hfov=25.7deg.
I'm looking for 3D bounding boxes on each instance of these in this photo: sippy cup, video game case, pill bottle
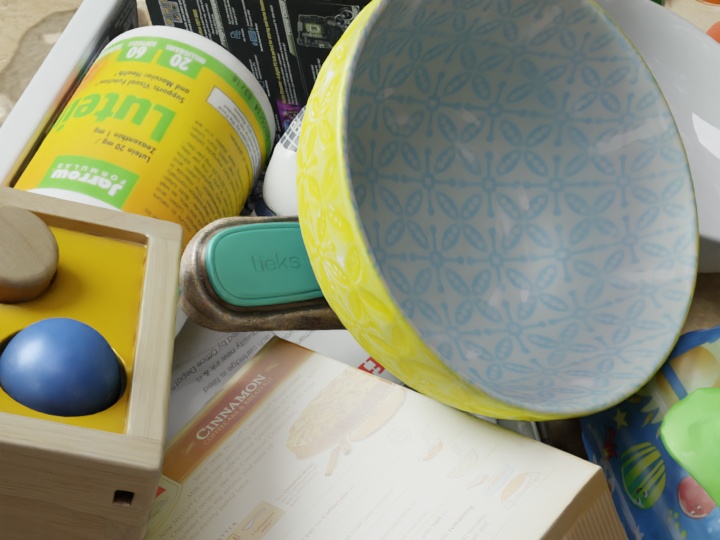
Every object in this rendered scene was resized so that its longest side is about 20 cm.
[{"bbox_3d":[0.169,0.100,0.708,0.138,0.179,0.131,-16,60,-26],"label":"sippy cup"},{"bbox_3d":[-0.174,-0.046,0.929,0.023,0.183,0.201,15,51,8],"label":"video game case"},{"bbox_3d":[-0.127,-0.024,0.829,0.110,0.112,0.201,8,49,18],"label":"pill bottle"}]

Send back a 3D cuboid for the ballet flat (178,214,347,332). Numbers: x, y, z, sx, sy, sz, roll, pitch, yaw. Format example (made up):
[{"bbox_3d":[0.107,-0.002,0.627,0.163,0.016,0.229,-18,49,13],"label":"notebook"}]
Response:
[{"bbox_3d":[0.000,0.000,0.771,0.198,0.067,0.069,2,71,-26],"label":"ballet flat"}]

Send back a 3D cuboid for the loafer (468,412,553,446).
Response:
[{"bbox_3d":[0.082,0.029,0.827,0.069,0.070,0.203,-1,72,13],"label":"loafer"}]

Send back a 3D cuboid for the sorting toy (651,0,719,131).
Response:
[{"bbox_3d":[0.217,-0.164,1.059,0.197,0.037,0.187,-5,46,6],"label":"sorting toy"}]

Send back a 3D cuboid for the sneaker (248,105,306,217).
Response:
[{"bbox_3d":[0.036,-0.033,0.891,0.198,0.081,0.076,11,18,-34],"label":"sneaker"}]

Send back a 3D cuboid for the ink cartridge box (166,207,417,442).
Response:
[{"bbox_3d":[-0.066,0.062,0.872,0.146,0.086,0.199,-39,54,-23],"label":"ink cartridge box"}]

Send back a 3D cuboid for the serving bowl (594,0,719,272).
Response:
[{"bbox_3d":[0.168,-0.073,0.927,0.198,0.066,0.202,19,43,-19],"label":"serving bowl"}]

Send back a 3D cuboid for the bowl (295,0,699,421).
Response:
[{"bbox_3d":[0.043,-0.025,0.692,0.107,0.200,0.201,-22,27,51],"label":"bowl"}]

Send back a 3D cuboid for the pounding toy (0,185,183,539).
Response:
[{"bbox_3d":[-0.169,0.017,0.646,0.182,0.143,0.201,12,35,-11],"label":"pounding toy"}]

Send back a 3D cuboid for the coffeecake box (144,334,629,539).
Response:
[{"bbox_3d":[-0.010,0.126,0.665,0.199,0.074,0.154,19,54,44],"label":"coffeecake box"}]

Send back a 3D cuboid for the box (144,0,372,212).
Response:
[{"bbox_3d":[-0.032,-0.100,0.937,0.158,0.201,0.044,9,49,21],"label":"box"}]
